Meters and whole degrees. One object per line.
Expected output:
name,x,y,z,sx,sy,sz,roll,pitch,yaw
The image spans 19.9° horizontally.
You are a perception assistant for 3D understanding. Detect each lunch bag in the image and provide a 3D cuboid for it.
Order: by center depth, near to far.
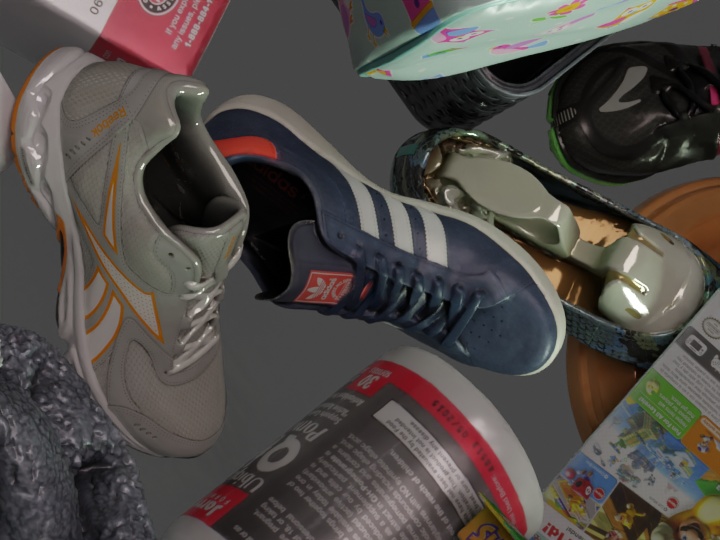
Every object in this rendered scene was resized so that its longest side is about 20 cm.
lunch bag,0.095,-0.146,0.882,0.198,0.160,0.078,-17,88,-20

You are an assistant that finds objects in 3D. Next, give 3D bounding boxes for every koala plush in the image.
koala plush,-0.186,0.084,0.802,0.176,0.200,0.185,-19,66,10

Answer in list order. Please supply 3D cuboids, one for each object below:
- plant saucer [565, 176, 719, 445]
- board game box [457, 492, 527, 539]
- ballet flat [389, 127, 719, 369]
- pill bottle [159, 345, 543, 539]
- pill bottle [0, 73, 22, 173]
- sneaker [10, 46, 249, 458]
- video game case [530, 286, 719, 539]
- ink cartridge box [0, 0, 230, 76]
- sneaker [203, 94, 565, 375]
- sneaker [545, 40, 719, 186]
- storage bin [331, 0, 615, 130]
plant saucer,0.202,0.049,1.057,0.198,0.037,0.202,3,81,-20
board game box,0.108,0.174,0.917,0.030,0.096,0.200,-40,138,-3
ballet flat,0.104,-0.009,0.989,0.198,0.074,0.075,24,74,1
pill bottle,-0.022,0.134,0.923,0.199,0.111,0.111,-38,95,-21
pill bottle,-0.246,-0.030,0.865,0.200,0.114,0.115,-40,96,-21
sneaker,-0.085,0.001,0.895,0.076,0.091,0.202,-45,131,-42
video game case,0.187,0.098,0.968,0.143,0.018,0.200,42,104,10
ink cartridge box,-0.144,-0.183,0.941,0.199,0.086,0.149,29,73,-15
sneaker,0.000,0.000,0.947,0.199,0.075,0.085,29,32,2
sneaker,0.185,-0.090,1.045,0.198,0.084,0.078,-9,84,-21
storage bin,0.087,-0.177,1.019,0.200,0.094,0.136,-38,95,-21
